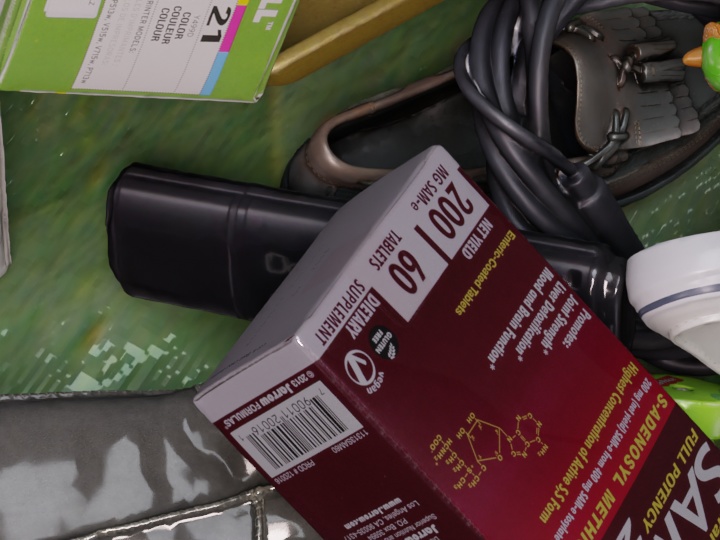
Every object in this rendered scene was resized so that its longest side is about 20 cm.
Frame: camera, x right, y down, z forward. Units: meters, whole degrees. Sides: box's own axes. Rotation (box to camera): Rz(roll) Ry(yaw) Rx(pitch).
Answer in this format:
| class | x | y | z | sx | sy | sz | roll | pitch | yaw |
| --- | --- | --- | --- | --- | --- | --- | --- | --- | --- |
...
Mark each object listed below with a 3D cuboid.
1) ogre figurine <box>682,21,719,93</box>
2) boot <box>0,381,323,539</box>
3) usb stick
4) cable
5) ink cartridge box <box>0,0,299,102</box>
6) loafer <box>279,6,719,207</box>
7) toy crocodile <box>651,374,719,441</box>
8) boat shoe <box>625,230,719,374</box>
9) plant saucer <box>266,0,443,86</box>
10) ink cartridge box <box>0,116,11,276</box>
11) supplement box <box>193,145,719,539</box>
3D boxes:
| class | x | y | z | sx | sy | sz | roll | pitch | yaw |
| --- | --- | --- | --- | --- | --- | --- | --- | --- | --- |
| ogre figurine | 0.185 | -0.077 | 0.921 | 0.120 | 0.200 | 0.098 | -23 | 57 | -24 |
| boot | -0.076 | 0.115 | 0.874 | 0.200 | 0.073 | 0.182 | -13 | 72 | -9 |
| usb stick | 0.000 | 0.000 | 0.934 | 0.200 | 0.056 | 0.033 | 10 | 33 | 21 |
| cable | 0.115 | -0.044 | 0.969 | 0.200 | 0.051 | 0.163 | 7 | 87 | -32 |
| ink cartridge box | -0.045 | -0.133 | 0.924 | 0.200 | 0.076 | 0.148 | 2 | 45 | -27 |
| loafer | 0.067 | -0.056 | 0.992 | 0.200 | 0.063 | 0.072 | -21 | 70 | -15 |
| toy crocodile | 0.070 | 0.068 | 0.941 | 0.200 | 0.062 | 0.068 | 5 | 101 | 1 |
| boat shoe | 0.173 | 0.032 | 0.919 | 0.200 | 0.074 | 0.067 | 10 | 67 | -41 |
| plant saucer | -0.011 | -0.159 | 1.016 | 0.200 | 0.048 | 0.200 | -29 | 54 | -19 |
| ink cartridge box | -0.240 | -0.050 | 0.907 | 0.200 | 0.146 | 0.147 | 44 | 69 | 12 |
| supplement box | 0.053 | 0.071 | 0.846 | 0.200 | 0.061 | 0.109 | 47 | 46 | -11 |
